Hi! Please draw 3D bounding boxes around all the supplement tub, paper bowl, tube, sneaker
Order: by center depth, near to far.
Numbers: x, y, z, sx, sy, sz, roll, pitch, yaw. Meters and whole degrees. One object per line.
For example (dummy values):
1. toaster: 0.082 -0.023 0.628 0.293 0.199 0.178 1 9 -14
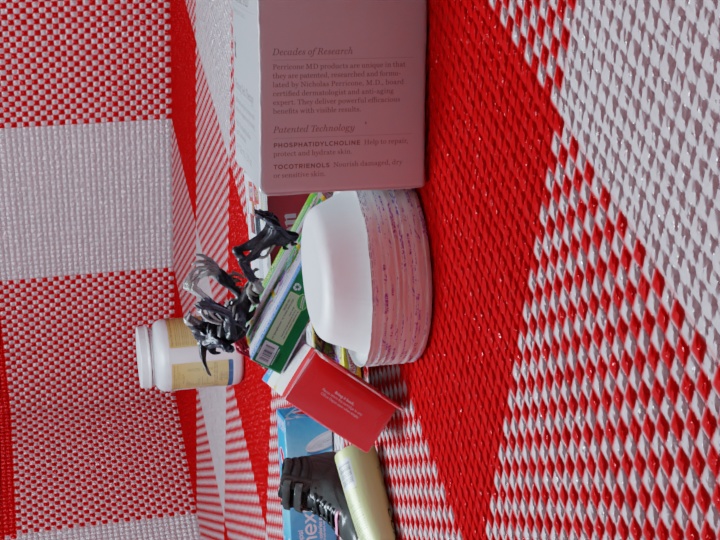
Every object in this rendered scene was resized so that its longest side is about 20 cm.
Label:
1. paper bowl: 0.000 0.000 1.479 0.201 0.104 0.201 174 90 -78
2. tube: 0.018 0.298 1.649 0.058 0.052 0.200 30 -142 -52
3. sneaker: -0.050 0.301 1.824 0.200 0.099 0.071 -119 29 -59
4. supplement tub: -0.338 0.163 2.837 0.145 0.200 0.145 176 90 -78

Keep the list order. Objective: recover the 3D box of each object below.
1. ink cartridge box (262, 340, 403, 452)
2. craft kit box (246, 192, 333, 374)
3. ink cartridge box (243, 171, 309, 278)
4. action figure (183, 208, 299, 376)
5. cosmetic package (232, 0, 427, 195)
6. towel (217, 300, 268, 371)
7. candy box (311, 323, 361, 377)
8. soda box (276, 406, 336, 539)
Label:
1. ink cartridge box: -0.033 0.139 1.619 0.067 0.116 0.200 -57 12 -4
2. craft kit box: -0.073 0.005 1.692 0.200 0.048 0.198 -61 14 6
3. ink cartridge box: -0.101 -0.035 1.961 0.176 0.084 0.200 -149 55 -75
4. action figure: -0.158 0.019 1.686 0.200 0.102 0.119 -58 14 7
5. cosmetic package: -0.034 -0.191 1.414 0.167 0.166 0.200 -131 39 -70
6. towel: -0.100 0.123 1.833 0.200 0.022 0.145 41 -177 -29
7. candy box: -0.031 0.112 1.837 0.200 0.026 0.102 -138 41 -72
8. soda box: -0.074 0.292 1.999 0.064 0.068 0.200 -148 54 -74
